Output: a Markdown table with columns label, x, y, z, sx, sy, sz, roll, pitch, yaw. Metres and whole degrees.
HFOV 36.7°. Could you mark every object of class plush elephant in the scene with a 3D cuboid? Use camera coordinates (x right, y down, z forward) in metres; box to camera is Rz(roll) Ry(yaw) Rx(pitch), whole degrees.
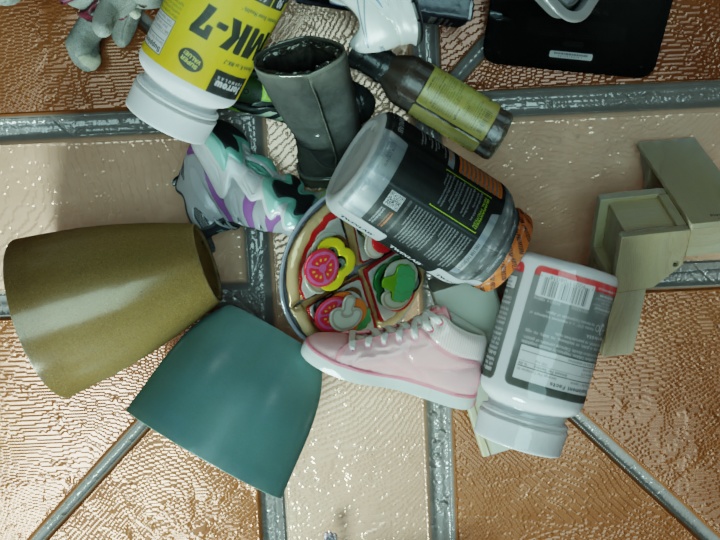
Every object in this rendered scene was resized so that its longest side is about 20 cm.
| label | x | y | z | sx | sy | sz | roll | pitch | yaw |
| --- | --- | --- | --- | --- | --- | --- | --- | --- | --- |
| plush elephant | -0.266 | -0.308 | 1.173 | 0.200 | 0.155 | 0.165 | -48 | 136 | -7 |

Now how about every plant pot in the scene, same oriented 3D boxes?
| label | x | y | z | sx | sy | sz | roll | pitch | yaw |
| --- | --- | --- | --- | --- | --- | --- | --- | --- | --- |
| plant pot | -0.263 | 0.021 | 1.212 | 0.200 | 0.186 | 0.187 | -19 | 97 | 3 |
| plant pot | -0.136 | 0.137 | 1.227 | 0.200 | 0.201 | 0.161 | 30 | 82 | -3 |

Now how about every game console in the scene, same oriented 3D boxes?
| label | x | y | z | sx | sy | sz | roll | pitch | yaw |
| --- | --- | --- | --- | --- | --- | --- | --- | --- | --- |
| game console | 0.248 | -0.329 | 1.241 | 0.199 | 0.117 | 0.176 | 6 | 128 | 1 |

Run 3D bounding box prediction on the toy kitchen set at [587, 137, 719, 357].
| label | x | y | z | sx | sy | sz | roll | pitch | yaw |
| --- | --- | --- | --- | --- | --- | --- | --- | --- | --- |
| toy kitchen set | 0.357 | -0.032 | 1.251 | 0.199 | 0.163 | 0.181 | -6 | 130 | -6 |

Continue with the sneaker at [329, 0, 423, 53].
| label | x | y | z | sx | sy | sz | roll | pitch | yaw |
| --- | --- | --- | --- | --- | --- | --- | --- | --- | --- |
| sneaker | -0.001 | -0.316 | 1.105 | 0.087 | 0.075 | 0.200 | -18 | 97 | 9 |

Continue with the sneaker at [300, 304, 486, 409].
| label | x | y | z | sx | sy | sz | roll | pitch | yaw |
| --- | --- | --- | --- | --- | --- | --- | --- | --- | --- |
| sneaker | 0.042 | 0.075 | 1.175 | 0.200 | 0.075 | 0.105 | 16 | 106 | -3 |

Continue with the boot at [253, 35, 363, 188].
| label | x | y | z | sx | sy | sz | roll | pitch | yaw |
| --- | --- | --- | --- | --- | --- | --- | --- | --- | --- |
| boot | -0.010 | -0.174 | 1.182 | 0.181 | 0.073 | 0.200 | -10 | 140 | 1 |

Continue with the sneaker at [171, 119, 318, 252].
| label | x | y | z | sx | sy | sz | roll | pitch | yaw |
| --- | --- | --- | --- | --- | --- | --- | --- | --- | --- |
| sneaker | -0.136 | -0.063 | 1.246 | 0.200 | 0.078 | 0.140 | 44 | 119 | 17 |

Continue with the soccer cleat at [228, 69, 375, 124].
| label | x | y | z | sx | sy | sz | roll | pitch | yaw |
| --- | --- | --- | --- | --- | --- | --- | --- | --- | --- |
| soccer cleat | -0.083 | -0.196 | 1.232 | 0.199 | 0.081 | 0.068 | 8 | 98 | 0 |

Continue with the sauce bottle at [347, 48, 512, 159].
| label | x | y | z | sx | sy | sz | roll | pitch | yaw |
| --- | --- | --- | --- | --- | --- | --- | --- | --- | --- |
| sauce bottle | 0.077 | -0.203 | 1.237 | 0.200 | 0.065 | 0.065 | 32 | 97 | -4 |

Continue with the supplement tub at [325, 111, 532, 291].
| label | x | y | z | sx | sy | sz | roll | pitch | yaw |
| --- | --- | --- | --- | --- | --- | --- | --- | --- | --- |
| supplement tub | 0.074 | -0.067 | 1.139 | 0.200 | 0.123 | 0.123 | 31 | 97 | -15 |

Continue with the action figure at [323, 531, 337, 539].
| label | x | y | z | sx | sy | sz | roll | pitch | yaw |
| --- | --- | --- | --- | --- | --- | --- | --- | --- | --- |
| action figure | -0.012 | 0.416 | 1.325 | 0.199 | 0.134 | 0.149 | 10 | 141 | 12 |

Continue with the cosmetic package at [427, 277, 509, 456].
| label | x | y | z | sx | sy | sz | roll | pitch | yaw |
| --- | --- | --- | --- | --- | --- | --- | --- | --- | --- |
| cosmetic package | 0.142 | 0.101 | 1.259 | 0.073 | 0.104 | 0.201 | -18 | 96 | 3 |

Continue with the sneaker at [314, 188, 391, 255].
| label | x | y | z | sx | sy | sz | roll | pitch | yaw |
| --- | --- | --- | --- | --- | --- | --- | --- | --- | --- |
| sneaker | -0.001 | 0.002 | 1.261 | 0.105 | 0.076 | 0.201 | -6 | 97 | 1 |

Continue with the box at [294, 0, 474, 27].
| label | x | y | z | sx | sy | sz | roll | pitch | yaw |
| --- | --- | --- | --- | --- | --- | --- | --- | --- | --- |
| box | 0.034 | -0.381 | 1.187 | 0.199 | 0.117 | 0.197 | 8 | 98 | -1 |

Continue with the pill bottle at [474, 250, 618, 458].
| label | x | y | z | sx | sy | sz | roll | pitch | yaw |
| --- | --- | --- | --- | --- | --- | --- | --- | --- | --- |
| pill bottle | 0.193 | 0.088 | 1.153 | 0.114 | 0.114 | 0.201 | 16 | 92 | -1 |

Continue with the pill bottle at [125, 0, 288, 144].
| label | x | y | z | sx | sy | sz | roll | pitch | yaw |
| --- | --- | --- | --- | --- | --- | --- | --- | --- | --- |
| pill bottle | -0.160 | -0.241 | 1.133 | 0.114 | 0.114 | 0.200 | 29 | 106 | -3 |

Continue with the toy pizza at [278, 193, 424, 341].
| label | x | y | z | sx | sy | sz | roll | pitch | yaw |
| --- | --- | --- | --- | --- | --- | --- | --- | --- | --- |
| toy pizza | 0.000 | 0.000 | 1.210 | 0.200 | 0.032 | 0.201 | -13 | 113 | -33 |

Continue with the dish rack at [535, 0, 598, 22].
| label | x | y | z | sx | sy | sz | roll | pitch | yaw |
| --- | --- | --- | --- | --- | --- | --- | --- | --- | --- |
| dish rack | 0.207 | -0.373 | 1.147 | 0.172 | 0.044 | 0.200 | 42 | 68 | -18 |
